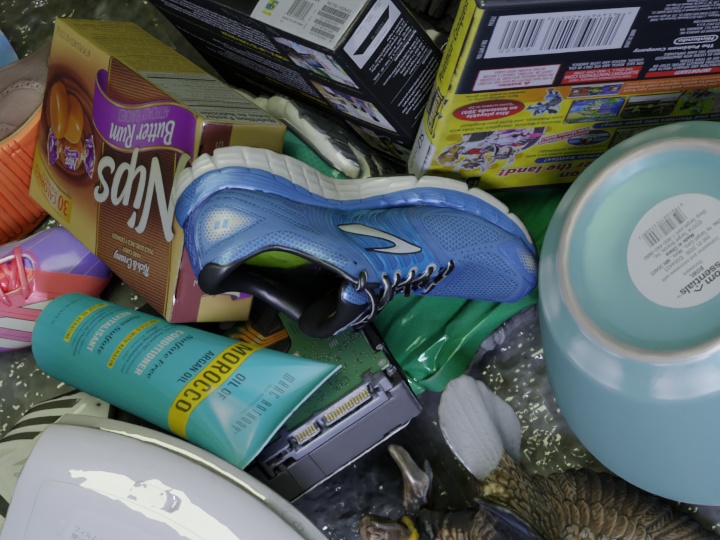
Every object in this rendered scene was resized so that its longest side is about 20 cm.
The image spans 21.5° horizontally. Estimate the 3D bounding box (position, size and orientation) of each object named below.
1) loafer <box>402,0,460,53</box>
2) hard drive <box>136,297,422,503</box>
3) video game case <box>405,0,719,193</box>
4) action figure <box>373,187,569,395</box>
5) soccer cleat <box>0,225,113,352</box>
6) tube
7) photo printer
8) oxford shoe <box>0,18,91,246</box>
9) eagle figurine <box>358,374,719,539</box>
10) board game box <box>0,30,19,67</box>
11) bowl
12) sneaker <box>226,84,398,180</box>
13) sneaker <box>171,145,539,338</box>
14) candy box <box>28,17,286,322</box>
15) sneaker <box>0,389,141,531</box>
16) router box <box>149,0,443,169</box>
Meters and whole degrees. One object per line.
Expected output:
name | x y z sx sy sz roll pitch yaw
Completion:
loafer | 0.071 -0.201 1.099 0.072 0.063 0.200 36 92 13
hard drive | -0.057 0.054 1.047 0.140 0.038 0.200 -35 32 1
video game case | 0.135 -0.099 0.971 0.199 0.181 0.026 -6 63 -13
action figure | 0.067 0.002 1.068 0.118 0.055 0.200 36 79 25
soccer cleat | -0.245 0.018 1.149 0.199 0.076 0.067 -20 64 9
tube | -0.100 0.056 1.013 0.200 0.050 0.077 15 56 45
photo printer | -0.109 0.177 0.938 0.166 0.069 0.201 24 110 12
oxford shoe | -0.221 -0.079 1.193 0.200 0.071 0.073 -43 52 -11
eagle figurine | 0.100 0.160 0.957 0.200 0.151 0.152 15 58 33
board game box | -0.314 -0.096 1.232 0.199 0.039 0.158 -15 76 -12
bowl | 0.167 0.006 0.937 0.200 0.105 0.201 -10 66 24
sneaker | -0.047 -0.053 1.094 0.200 0.077 0.080 16 77 57
sneaker | 0.000 0.000 0.981 0.199 0.079 0.089 7 54 -19
candy box | -0.121 -0.061 1.086 0.200 0.056 0.117 38 121 51
sneaker | -0.142 0.125 1.058 0.200 0.076 0.116 21 74 40
router box | -0.033 -0.129 1.077 0.200 0.149 0.051 27 78 40
